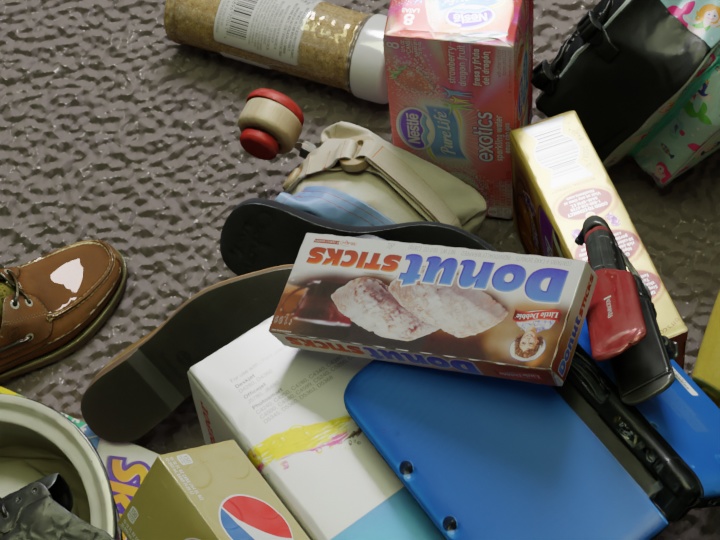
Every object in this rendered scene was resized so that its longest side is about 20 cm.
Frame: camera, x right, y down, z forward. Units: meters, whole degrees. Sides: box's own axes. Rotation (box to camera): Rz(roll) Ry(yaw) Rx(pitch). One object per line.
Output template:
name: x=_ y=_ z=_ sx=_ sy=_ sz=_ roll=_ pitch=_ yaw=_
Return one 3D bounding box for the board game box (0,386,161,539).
board game box: x=-0.197 y=0.157 z=1.198 sx=0.199 sy=0.030 sz=0.096 roll=21 pitch=61 yaw=17

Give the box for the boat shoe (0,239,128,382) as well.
boat shoe: x=-0.258 y=0.035 z=1.260 sx=0.200 sy=0.068 sz=0.072 roll=-37 pitch=58 yaw=-19

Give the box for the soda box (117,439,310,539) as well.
soda box: x=-0.055 y=0.196 z=1.004 sx=0.067 sy=0.064 sz=0.200 roll=-6 pitch=47 yaw=-49

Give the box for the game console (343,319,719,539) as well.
game console: x=0.121 y=0.101 z=1.035 sx=0.200 sy=0.170 sz=0.119 roll=51 pitch=118 yaw=31

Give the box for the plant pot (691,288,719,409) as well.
plant pot: x=0.321 y=0.059 z=1.115 sx=0.199 sy=0.200 sz=0.177 roll=33 pitch=77 yaw=25

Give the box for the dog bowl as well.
dog bowl: x=-0.245 y=0.187 z=1.133 sx=0.198 sy=0.074 sz=0.202 roll=-4 pitch=67 yaw=10

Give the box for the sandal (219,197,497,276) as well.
sandal: x=0.000 y=0.001 z=1.186 sx=0.198 sy=0.077 sz=0.043 roll=8 pitch=16 yaw=3

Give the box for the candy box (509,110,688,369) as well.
candy box: x=0.164 y=0.002 z=1.206 sx=0.056 sy=0.117 sz=0.201 roll=-19 pitch=56 yaw=-6

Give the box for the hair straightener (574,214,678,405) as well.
hair straightener: x=0.159 y=0.027 z=1.048 sx=0.041 sy=0.077 sz=0.200 roll=-31 pitch=22 yaw=10

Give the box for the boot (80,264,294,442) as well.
boot: x=-0.106 y=0.044 z=1.200 sx=0.199 sy=0.074 sz=0.076 roll=-29 pitch=16 yaw=16

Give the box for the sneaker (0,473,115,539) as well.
sneaker: x=-0.219 y=0.164 z=1.067 sx=0.199 sy=0.060 sz=0.104 roll=37 pitch=81 yaw=17

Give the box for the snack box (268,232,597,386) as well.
snack box: x=0.040 y=0.021 z=1.027 sx=0.199 sy=0.024 sz=0.072 roll=6 pitch=64 yaw=34

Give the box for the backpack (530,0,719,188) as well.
backpack: x=0.247 y=-0.174 z=1.281 sx=0.150 sy=0.178 sz=0.200 roll=40 pitch=57 yaw=0

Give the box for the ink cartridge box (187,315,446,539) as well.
ink cartridge box: x=0.006 y=0.131 z=1.117 sx=0.146 sy=0.147 sz=0.200 roll=-32 pitch=59 yaw=-17

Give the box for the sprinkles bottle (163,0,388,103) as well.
sprinkles bottle: x=-0.059 y=-0.193 z=1.391 sx=0.199 sy=0.068 sz=0.068 roll=18 pitch=60 yaw=18

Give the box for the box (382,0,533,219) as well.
box: x=0.075 y=-0.139 z=1.259 sx=0.094 sy=0.201 sz=0.103 roll=7 pitch=58 yaw=10

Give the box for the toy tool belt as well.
toy tool belt: x=-0.018 y=-0.038 z=1.245 sx=0.199 sy=0.125 sz=0.123 roll=27 pitch=67 yaw=0
